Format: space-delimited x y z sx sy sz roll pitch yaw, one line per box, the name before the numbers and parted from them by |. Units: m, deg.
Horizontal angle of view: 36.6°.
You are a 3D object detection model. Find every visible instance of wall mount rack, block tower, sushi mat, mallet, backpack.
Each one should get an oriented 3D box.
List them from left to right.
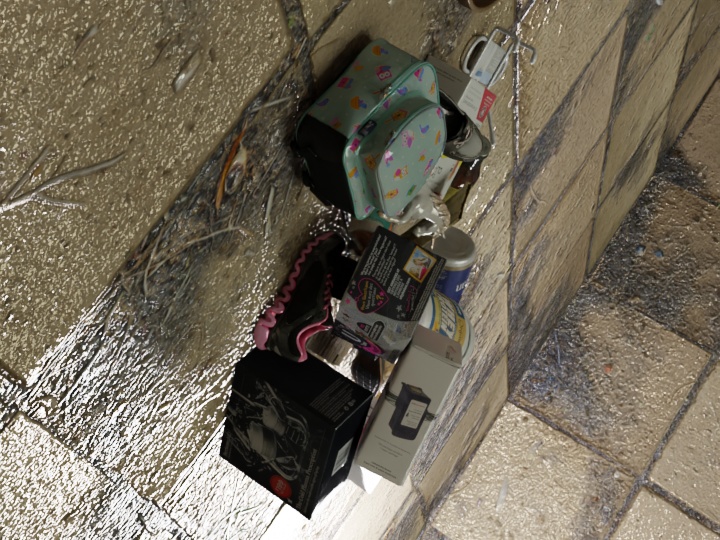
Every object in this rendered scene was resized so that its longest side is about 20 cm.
block tower | -0.067 0.100 1.694 0.058 0.054 0.200 -58 160 -6
mallet | 0.000 0.000 1.754 0.200 0.041 0.067 -23 137 -67
backpack | 0.026 -0.182 1.382 0.201 0.152 0.176 -58 156 -21
sushi mat | 0.093 -0.057 1.679 0.199 0.012 0.096 -37 -159 37
wall mount rack | 0.217 -0.304 1.788 0.175 0.074 0.200 -62 160 12

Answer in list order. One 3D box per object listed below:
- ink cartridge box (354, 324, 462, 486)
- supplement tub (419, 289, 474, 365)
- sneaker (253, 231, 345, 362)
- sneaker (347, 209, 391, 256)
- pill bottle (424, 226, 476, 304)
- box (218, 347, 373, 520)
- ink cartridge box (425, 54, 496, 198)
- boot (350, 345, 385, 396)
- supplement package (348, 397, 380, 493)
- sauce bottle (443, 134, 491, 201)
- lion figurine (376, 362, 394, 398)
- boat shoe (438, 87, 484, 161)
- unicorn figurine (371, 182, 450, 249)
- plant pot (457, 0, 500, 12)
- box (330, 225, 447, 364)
ink cartridge box | 0.073 0.195 1.618 0.145 0.084 0.202 -65 180 -79
supplement tub | 0.099 0.098 1.870 0.199 0.144 0.146 29 92 -52
sneaker | -0.066 0.042 1.554 0.201 0.095 0.079 -59 159 -5
sneaker | 0.019 -0.069 1.638 0.200 0.070 0.081 88 14 -76
pill bottle | 0.137 0.025 2.008 0.111 0.110 0.202 -38 151 -46
box | -0.100 0.229 1.607 0.104 0.181 0.202 -36 150 -47
ink cartridge box | 0.111 -0.205 1.651 0.202 0.083 0.145 -62 160 9
boot | 0.037 0.149 1.993 0.097 0.074 0.201 -44 154 -31
supplement package | -0.021 0.283 1.917 0.111 0.155 0.201 -52 160 -17
sauce bottle | 0.163 -0.157 1.796 0.066 0.066 0.200 -49 178 -28
lion figurine | 0.051 0.225 2.143 0.122 0.072 0.201 -42 156 -37
boat shoe | 0.112 -0.211 1.528 0.199 0.057 0.067 37 91 -32
unicorn figurine | 0.065 -0.113 1.536 0.136 0.074 0.203 -11 106 -31
plant pot | 0.156 -0.446 1.404 0.201 0.092 0.202 -50 159 -27
box | 0.035 0.040 1.567 0.133 0.114 0.200 -64 178 -15
